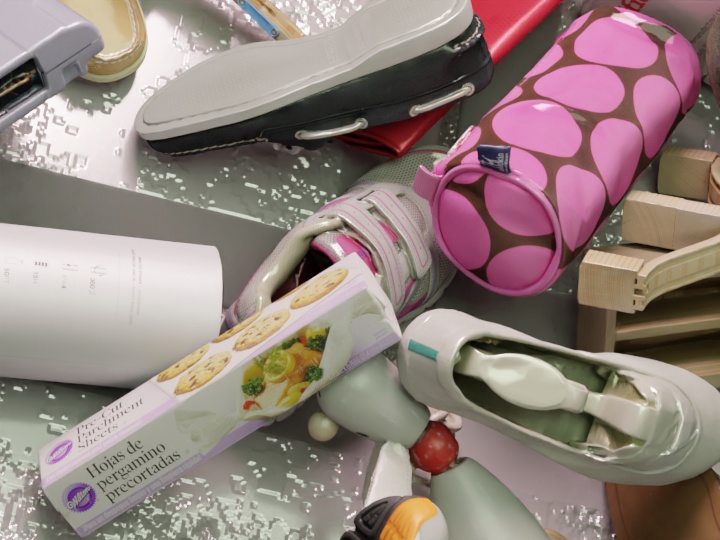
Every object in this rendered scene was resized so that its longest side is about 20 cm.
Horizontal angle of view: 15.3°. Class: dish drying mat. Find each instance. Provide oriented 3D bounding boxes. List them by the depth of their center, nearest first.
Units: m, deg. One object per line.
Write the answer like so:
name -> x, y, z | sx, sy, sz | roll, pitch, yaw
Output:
dish drying mat -> 0.061, -0.135, 1.537 | 0.200, 0.077, 0.018 | -44, 127, -26

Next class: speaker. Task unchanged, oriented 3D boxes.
speaker -> -0.172, 0.016, 1.396 | 0.198, 0.081, 0.082 | 6, 68, -15

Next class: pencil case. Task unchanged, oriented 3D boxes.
pencil case -> 0.112, -0.074, 1.490 | 0.093, 0.091, 0.200 | 25, 40, 17

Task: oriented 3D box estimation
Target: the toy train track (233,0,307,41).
toy train track -> -0.096, -0.168, 1.509 | 0.200, 0.033, 0.115 | 42, 23, -8

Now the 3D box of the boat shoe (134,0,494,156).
boat shoe -> -0.025, -0.094, 1.467 | 0.199, 0.061, 0.076 | -16, 35, 14

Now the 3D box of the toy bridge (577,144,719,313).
toy bridge -> 0.177, -0.024, 1.477 | 0.067, 0.027, 0.200 | 10, 24, 17

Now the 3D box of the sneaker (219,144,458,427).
sneaker -> 0.000, 0.000, 1.450 | 0.081, 0.088, 0.200 | 43, 64, 2

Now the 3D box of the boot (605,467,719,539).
boot -> 0.227, 0.175, 1.456 | 0.146, 0.070, 0.200 | 27, 18, -35

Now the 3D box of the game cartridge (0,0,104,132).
game cartridge -> -0.246, -0.092, 1.397 | 0.199, 0.133, 0.041 | -36, 127, -19

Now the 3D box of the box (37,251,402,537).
box -> -0.072, 0.064, 1.372 | 0.199, 0.042, 0.039 | -32, 117, 8

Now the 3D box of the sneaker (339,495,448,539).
sneaker -> 0.034, 0.195, 1.346 | 0.091, 0.201, 0.076 | -4, 33, -18

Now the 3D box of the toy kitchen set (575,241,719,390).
toy kitchen set -> 0.237, 0.089, 1.457 | 0.179, 0.200, 0.164 | -7, 113, -19

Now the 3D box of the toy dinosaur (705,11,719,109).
toy dinosaur -> 0.233, -0.102, 1.490 | 0.200, 0.102, 0.077 | 55, 38, -40

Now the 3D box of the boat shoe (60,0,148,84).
boat shoe -> -0.181, -0.196, 1.477 | 0.071, 0.076, 0.201 | -33, 82, -25

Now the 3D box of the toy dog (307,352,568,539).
toy dog -> 0.037, 0.140, 1.407 | 0.096, 0.132, 0.200 | -42, 76, 6

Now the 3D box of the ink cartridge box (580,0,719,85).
ink cartridge box -> 0.248, -0.164, 1.556 | 0.199, 0.145, 0.085 | 26, 63, -6

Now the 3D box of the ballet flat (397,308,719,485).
ballet flat -> 0.114, 0.070, 1.379 | 0.199, 0.069, 0.070 | 18, 65, -20
